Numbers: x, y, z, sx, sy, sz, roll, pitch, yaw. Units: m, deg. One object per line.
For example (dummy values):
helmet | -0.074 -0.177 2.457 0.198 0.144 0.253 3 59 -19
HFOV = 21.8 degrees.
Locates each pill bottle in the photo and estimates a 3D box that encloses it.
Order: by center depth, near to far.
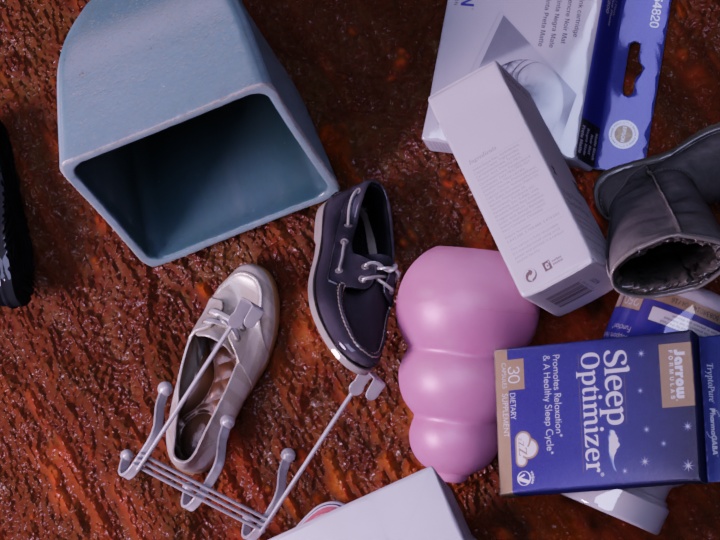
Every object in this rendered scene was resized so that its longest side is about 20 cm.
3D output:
pill bottle | 0.242 0.111 1.557 0.116 0.116 0.200 21 84 16

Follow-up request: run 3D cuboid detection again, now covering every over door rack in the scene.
over door rack | -0.096 0.125 1.614 0.148 0.067 0.200 31 108 -25

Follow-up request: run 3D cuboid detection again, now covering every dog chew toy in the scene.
dog chew toy | 0.088 0.081 1.601 0.124 0.125 0.200 5 88 14

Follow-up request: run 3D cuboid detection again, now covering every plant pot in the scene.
plant pot | -0.157 -0.159 1.670 0.195 0.196 0.200 -21 59 9

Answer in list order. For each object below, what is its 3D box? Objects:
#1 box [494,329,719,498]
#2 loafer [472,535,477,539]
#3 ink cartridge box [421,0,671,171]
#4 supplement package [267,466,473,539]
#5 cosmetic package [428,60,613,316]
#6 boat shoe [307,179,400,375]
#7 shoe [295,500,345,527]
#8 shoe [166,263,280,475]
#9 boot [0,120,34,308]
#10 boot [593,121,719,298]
box | 0.206 0.114 1.490 0.200 0.032 0.121 -7 75 21
loafer | 0.100 0.296 1.581 0.072 0.063 0.200 -32 74 6
ink cartridge box | 0.169 -0.194 1.673 0.200 0.041 0.200 8 81 14
supplement package | 0.036 0.286 1.509 0.156 0.111 0.200 -24 72 2
cosmetic package | 0.140 -0.068 1.571 0.074 0.102 0.200 -29 70 15
boat shoe | 0.000 0.000 1.618 0.063 0.073 0.200 -38 37 31
shoe | -0.066 0.289 1.607 0.071 0.091 0.200 30 87 17
shoe | -0.125 0.088 1.680 0.070 0.053 0.200 17 84 16
boot | -0.402 -0.038 1.755 0.168 0.076 0.200 -16 69 6
boot | 0.278 -0.053 1.535 0.182 0.200 0.073 -23 104 6
